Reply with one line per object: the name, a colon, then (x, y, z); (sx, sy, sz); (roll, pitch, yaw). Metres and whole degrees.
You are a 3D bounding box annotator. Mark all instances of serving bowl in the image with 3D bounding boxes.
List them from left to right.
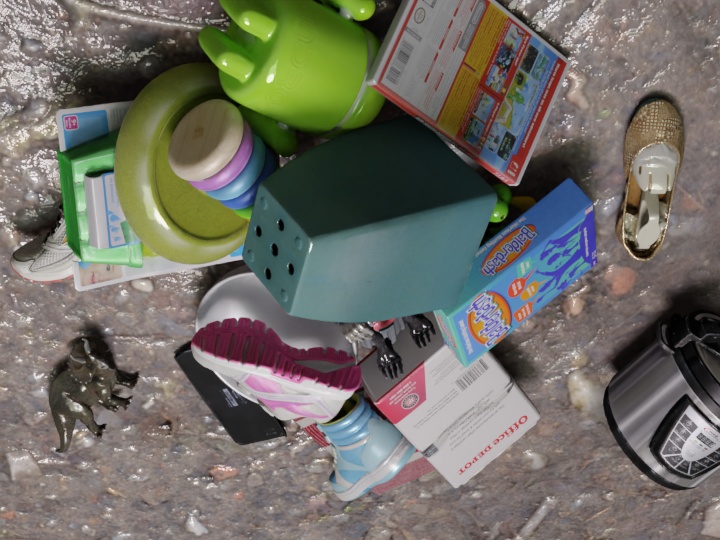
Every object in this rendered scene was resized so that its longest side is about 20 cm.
serving bowl: (-0.092, 0.068, 1.471); (0.196, 0.066, 0.203); (8, 125, 11)

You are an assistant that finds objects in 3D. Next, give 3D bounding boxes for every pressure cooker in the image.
pressure cooker: (0.415, 0.147, 1.523); (0.174, 0.180, 0.200); (-1, 143, -47)

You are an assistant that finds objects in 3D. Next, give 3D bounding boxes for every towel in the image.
towel: (0.021, 0.220, 1.669); (0.143, 0.023, 0.200); (-27, 127, 23)

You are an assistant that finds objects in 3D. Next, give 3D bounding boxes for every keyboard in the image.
keyboard: (-0.143, 0.150, 1.594); (0.125, 0.021, 0.201); (-13, 134, 16)

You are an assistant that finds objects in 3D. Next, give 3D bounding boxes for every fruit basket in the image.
fruit basket: (-0.203, -0.082, 1.272); (0.197, 0.094, 0.189); (-8, 110, -20)

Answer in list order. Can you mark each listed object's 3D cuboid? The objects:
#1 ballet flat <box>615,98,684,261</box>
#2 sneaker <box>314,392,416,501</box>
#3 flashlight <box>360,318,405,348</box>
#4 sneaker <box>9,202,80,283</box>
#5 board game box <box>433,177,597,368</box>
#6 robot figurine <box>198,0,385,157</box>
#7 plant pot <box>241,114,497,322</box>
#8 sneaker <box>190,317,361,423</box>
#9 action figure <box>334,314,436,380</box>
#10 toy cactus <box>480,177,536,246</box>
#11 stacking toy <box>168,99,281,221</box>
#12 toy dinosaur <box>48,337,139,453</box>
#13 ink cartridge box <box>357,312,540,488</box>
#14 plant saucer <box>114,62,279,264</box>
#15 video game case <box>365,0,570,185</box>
ballet flat: (0.320, -0.091, 1.365); (0.069, 0.066, 0.202); (-5, 133, 1)
sneaker: (-0.017, 0.219, 1.613); (0.131, 0.080, 0.200); (44, 145, -3)
flashlight: (0.000, 0.000, 1.429); (0.067, 0.068, 0.202); (-6, 135, 14)
sneaker: (-0.302, -0.060, 1.355); (0.198, 0.078, 0.082); (-32, 125, 12)
board game box: (0.170, 0.006, 1.372); (0.199, 0.045, 0.152); (-38, 153, -5)
robot figurine: (-0.055, -0.197, 1.194); (0.198, 0.116, 0.177); (19, 108, -36)
plant pot: (-0.003, -0.040, 1.185); (0.198, 0.142, 0.143); (-14, 137, -36)
sneaker: (-0.102, 0.123, 1.421); (0.197, 0.082, 0.089); (20, 126, 4)
action figure: (0.017, 0.022, 1.348); (0.118, 0.102, 0.201); (-38, 128, -6)
toy cactus: (0.090, -0.063, 1.365); (0.198, 0.104, 0.164); (6, 164, -44)
stacking toy: (-0.099, -0.081, 1.236); (0.085, 0.086, 0.200); (-26, 140, 20)
toy dinosaur: (-0.342, 0.149, 1.556); (0.102, 0.078, 0.200); (34, 129, -16)
ink cartridge box: (0.109, 0.150, 1.536); (0.144, 0.085, 0.200); (-40, 127, 3)
plant saucer: (-0.153, -0.104, 1.249); (0.031, 0.201, 0.200); (13, 154, 48)
video game case: (0.109, -0.194, 1.221); (0.199, 0.145, 0.017); (31, 168, -29)
